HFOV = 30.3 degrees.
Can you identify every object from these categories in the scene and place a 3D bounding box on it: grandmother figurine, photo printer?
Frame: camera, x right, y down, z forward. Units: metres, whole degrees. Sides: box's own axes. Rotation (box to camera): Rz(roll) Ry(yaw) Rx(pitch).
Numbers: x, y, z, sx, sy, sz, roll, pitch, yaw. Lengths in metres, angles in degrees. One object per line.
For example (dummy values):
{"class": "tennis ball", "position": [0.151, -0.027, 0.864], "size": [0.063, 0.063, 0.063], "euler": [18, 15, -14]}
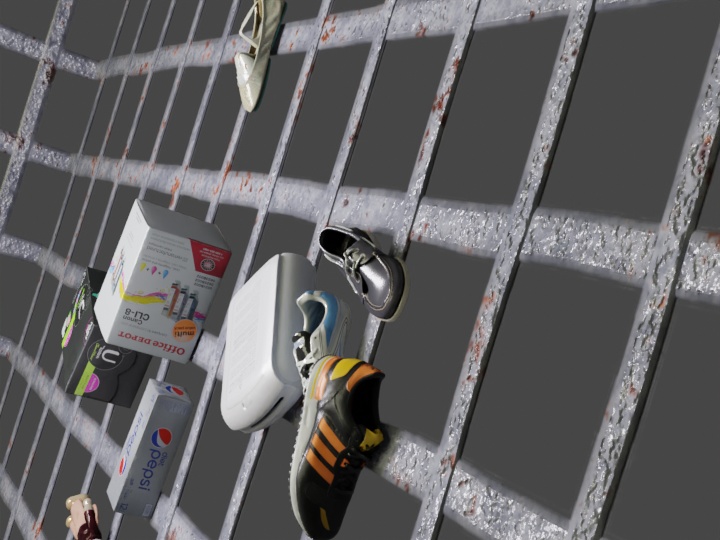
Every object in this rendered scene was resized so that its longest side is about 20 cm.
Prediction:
{"class": "grandmother figurine", "position": [-0.452, 0.441, 2.223], "size": [0.200, 0.060, 0.123], "euler": [-143, 45, -62]}
{"class": "photo printer", "position": [-0.118, 0.101, 1.704], "size": [0.166, 0.069, 0.202], "euler": [-43, 38, 48]}

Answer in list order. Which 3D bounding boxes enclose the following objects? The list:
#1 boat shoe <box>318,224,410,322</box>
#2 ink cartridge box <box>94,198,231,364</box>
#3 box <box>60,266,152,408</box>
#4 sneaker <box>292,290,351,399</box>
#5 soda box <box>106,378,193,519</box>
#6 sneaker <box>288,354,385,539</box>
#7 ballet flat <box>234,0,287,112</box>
{"class": "boat shoe", "position": [0.000, 0.000, 1.523], "size": [0.073, 0.062, 0.200], "euler": [-65, 25, 14]}
{"class": "ink cartridge box", "position": [-0.314, 0.019, 2.095], "size": [0.202, 0.144, 0.145], "euler": [-67, 24, 14]}
{"class": "box", "position": [-0.444, 0.116, 2.338], "size": [0.150, 0.123, 0.201], "euler": [-63, 26, 23]}
{"class": "sneaker", "position": [-0.049, 0.116, 1.543], "size": [0.072, 0.072, 0.202], "euler": [-43, 39, 45]}
{"class": "soda box", "position": [-0.323, 0.273, 2.039], "size": [0.202, 0.063, 0.068], "euler": [-68, 25, 10]}
{"class": "sneaker", "position": [-0.019, 0.194, 1.426], "size": [0.089, 0.070, 0.203], "euler": [3, 86, 42]}
{"class": "ballet flat", "position": [-0.173, -0.357, 2.152], "size": [0.067, 0.062, 0.202], "euler": [-3, 71, 65]}
